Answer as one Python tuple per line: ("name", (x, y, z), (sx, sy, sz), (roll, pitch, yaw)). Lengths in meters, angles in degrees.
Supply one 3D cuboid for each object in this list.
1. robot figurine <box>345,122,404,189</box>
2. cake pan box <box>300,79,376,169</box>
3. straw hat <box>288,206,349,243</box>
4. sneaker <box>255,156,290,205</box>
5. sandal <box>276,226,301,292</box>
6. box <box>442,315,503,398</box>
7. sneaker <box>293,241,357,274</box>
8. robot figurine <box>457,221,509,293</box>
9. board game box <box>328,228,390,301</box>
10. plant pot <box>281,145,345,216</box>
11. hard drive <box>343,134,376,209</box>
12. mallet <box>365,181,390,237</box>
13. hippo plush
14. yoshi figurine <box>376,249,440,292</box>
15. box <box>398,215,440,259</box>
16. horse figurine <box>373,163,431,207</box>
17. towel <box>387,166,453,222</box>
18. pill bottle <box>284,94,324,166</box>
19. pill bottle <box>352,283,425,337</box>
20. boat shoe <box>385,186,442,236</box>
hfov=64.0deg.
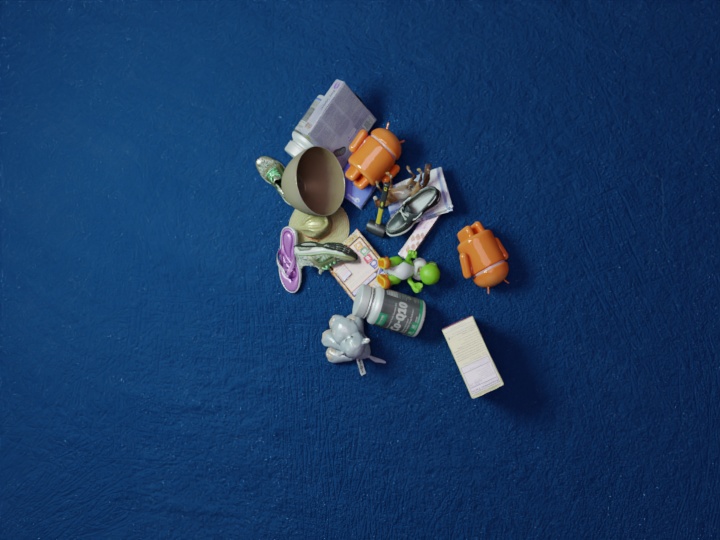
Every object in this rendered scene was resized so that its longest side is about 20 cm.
("robot figurine", (0.044, -0.337, 1.720), (0.144, 0.117, 0.201), (42, 92, 14))
("cake pan box", (-0.061, -0.440, 1.733), (0.052, 0.183, 0.202), (36, 91, 42))
("straw hat", (-0.137, -0.141, 1.776), (0.196, 0.085, 0.206), (-1, 86, 8))
("sneaker", (-0.258, -0.291, 1.805), (0.200, 0.089, 0.077), (44, 92, 10))
("sandal", (-0.229, -0.032, 1.781), (0.081, 0.050, 0.208), (0, 97, 30))
("box", (0.314, 0.239, 1.632), (0.095, 0.176, 0.203), (-24, 82, 6))
("sneaker", (-0.104, -0.034, 1.732), (0.196, 0.077, 0.091), (6, 112, 13))
("robot figurine", (0.356, -0.037, 1.680), (0.116, 0.143, 0.203), (-30, 81, 27))
("board game box", (0.000, 0.000, 1.764), (0.151, 0.046, 0.201), (-40, 81, 4))
("plant pot", (-0.160, -0.257, 1.718), (0.133, 0.198, 0.205), (-4, 83, 42))
("hard drive", (0.006, -0.313, 1.800), (0.131, 0.025, 0.202), (35, 91, 9))
("mallet", (0.052, -0.184, 1.715), (0.065, 0.202, 0.041), (18, 47, 15))
("hippo plush", (-0.043, 0.221, 1.693), (0.157, 0.161, 0.203), (-28, 82, 5))
("yoshi figurine", (0.152, 0.004, 1.678), (0.196, 0.113, 0.114), (-3, 59, -26))
("box", (0.187, -0.119, 1.750), (0.038, 0.041, 0.202), (35, 92, 10))
("horse figurine", (0.125, -0.248, 1.704), (0.196, 0.133, 0.051), (-18, 54, 4))
("towel", (0.173, -0.219, 1.743), (0.196, 0.024, 0.150), (-17, 70, 17))
("pill bottle", (-0.142, -0.428, 1.788), (0.113, 0.114, 0.202), (36, 91, 10))
("pill bottle", (0.083, 0.114, 1.681), (0.196, 0.113, 0.115), (17, 87, -10))
("boat shoe", (0.149, -0.179, 1.695), (0.199, 0.060, 0.076), (-41, 65, 8))
